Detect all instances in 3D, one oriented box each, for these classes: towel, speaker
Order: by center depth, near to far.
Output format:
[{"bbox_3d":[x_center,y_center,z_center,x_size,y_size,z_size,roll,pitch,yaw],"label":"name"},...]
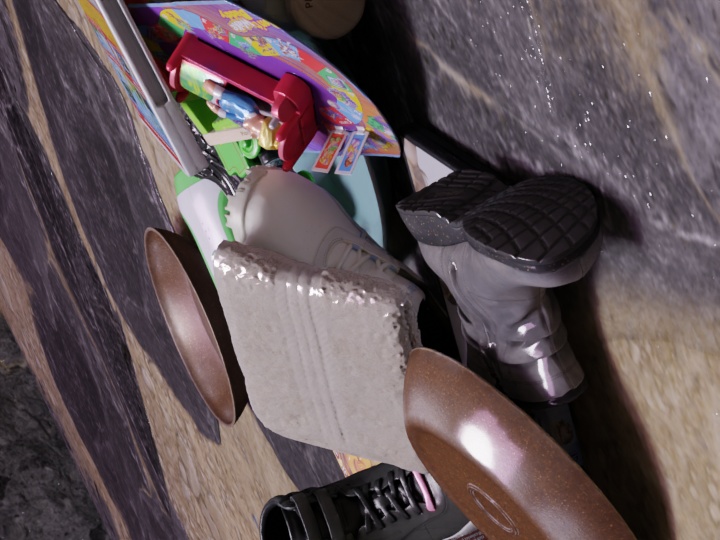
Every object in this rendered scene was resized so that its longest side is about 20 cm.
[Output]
[{"bbox_3d":[-0.017,0.056,1.683,0.132,0.035,0.200,13,147,18],"label":"towel"},{"bbox_3d":[-0.069,0.006,1.969,0.201,0.088,0.088,66,166,5],"label":"speaker"}]

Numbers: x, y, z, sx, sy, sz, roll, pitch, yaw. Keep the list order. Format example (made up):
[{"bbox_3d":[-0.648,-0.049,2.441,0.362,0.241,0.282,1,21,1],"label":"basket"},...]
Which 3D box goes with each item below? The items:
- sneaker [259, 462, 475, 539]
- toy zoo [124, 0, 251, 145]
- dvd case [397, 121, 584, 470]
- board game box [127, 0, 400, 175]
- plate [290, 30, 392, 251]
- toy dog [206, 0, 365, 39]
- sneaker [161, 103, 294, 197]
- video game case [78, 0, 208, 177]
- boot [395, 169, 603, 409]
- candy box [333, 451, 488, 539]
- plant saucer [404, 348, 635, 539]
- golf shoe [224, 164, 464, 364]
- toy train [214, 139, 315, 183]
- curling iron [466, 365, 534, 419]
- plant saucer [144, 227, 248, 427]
[{"bbox_3d":[0.009,0.165,1.782,0.200,0.099,0.071,-29,77,45],"label":"sneaker"},{"bbox_3d":[-0.121,-0.172,1.730,0.200,0.020,0.131,54,154,-17],"label":"toy zoo"},{"bbox_3d":[0.079,0.017,1.600,0.143,0.017,0.201,38,148,61],"label":"dvd case"},{"bbox_3d":[-0.072,-0.105,1.637,0.158,0.039,0.200,41,160,-30],"label":"board game box"},{"bbox_3d":[-0.019,-0.093,1.774,0.200,0.026,0.200,59,163,31],"label":"plate"},{"bbox_3d":[-0.075,-0.225,1.636,0.201,0.096,0.132,66,165,6],"label":"toy dog"},{"bbox_3d":[-0.065,-0.071,1.904,0.200,0.079,0.074,51,146,2],"label":"sneaker"},{"bbox_3d":[-0.165,-0.166,1.697,0.200,0.017,0.143,64,173,-24],"label":"video game case"},{"bbox_3d":[0.098,0.017,1.448,0.132,0.070,0.200,66,167,-16],"label":"boot"},{"bbox_3d":[0.048,0.187,1.890,0.201,0.055,0.115,65,164,13],"label":"candy box"},{"bbox_3d":[0.090,0.130,1.546,0.200,0.037,0.200,44,167,13],"label":"plant saucer"},{"bbox_3d":[0.000,0.000,1.682,0.097,0.078,0.200,6,151,49],"label":"golf shoe"},{"bbox_3d":[-0.053,-0.040,1.819,0.056,0.042,0.200,-44,66,46],"label":"toy train"},{"bbox_3d":[0.070,0.084,1.638,0.050,0.025,0.200,64,167,4],"label":"curling iron"},{"bbox_3d":[-0.144,0.047,2.415,0.201,0.037,0.201,60,163,31],"label":"plant saucer"}]
